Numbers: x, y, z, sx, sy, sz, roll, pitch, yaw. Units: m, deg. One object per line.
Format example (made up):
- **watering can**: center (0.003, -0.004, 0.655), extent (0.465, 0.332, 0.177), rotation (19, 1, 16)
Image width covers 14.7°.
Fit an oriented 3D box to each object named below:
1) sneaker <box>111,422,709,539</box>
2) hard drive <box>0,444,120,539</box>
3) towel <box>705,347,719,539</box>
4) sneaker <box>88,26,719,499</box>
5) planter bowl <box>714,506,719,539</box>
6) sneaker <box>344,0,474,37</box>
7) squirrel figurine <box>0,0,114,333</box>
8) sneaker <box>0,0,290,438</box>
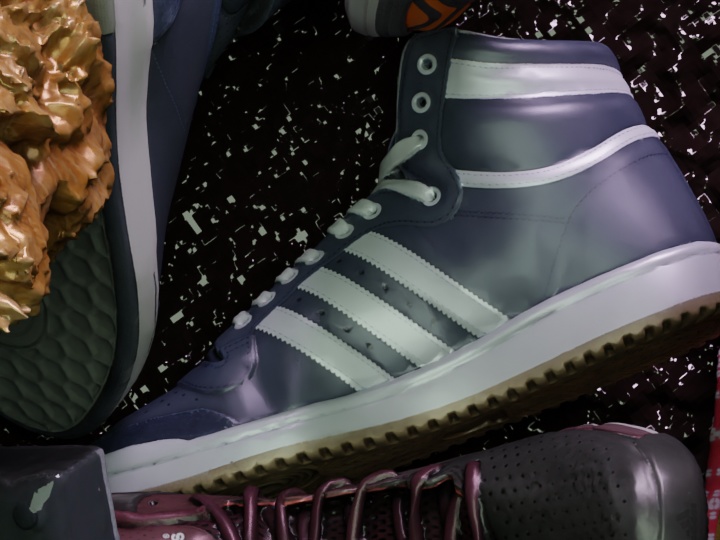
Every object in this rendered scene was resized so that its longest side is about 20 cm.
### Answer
- **sneaker**: center (-0.007, 0.083, 0.719), extent (0.115, 0.200, 0.076), rotation (10, 68, -30)
- **hard drive**: center (-0.116, 0.145, 0.731), extent (0.139, 0.033, 0.200), rotation (-3, 105, 26)
- **towel**: center (0.149, 0.054, 0.770), extent (0.022, 0.145, 0.200), rotation (21, 71, -41)
- **sneaker**: center (0.000, 0.000, 0.808), extent (0.200, 0.070, 0.109), rotation (-20, 77, -1)
- **planter bowl**: center (0.141, 0.001, 0.693), extent (0.083, 0.200, 0.201), rotation (10, 82, 7)
- **sneaker**: center (0.058, -0.093, 0.721), extent (0.112, 0.200, 0.078), rotation (15, 85, 1)
- **squirrel figurine**: center (-0.161, -0.021, 0.634), extent (0.200, 0.187, 0.142), rotation (-5, 92, 28)
- **sneaker**: center (-0.055, -0.058, 0.782), extent (0.077, 0.202, 0.146), rotation (26, 43, 17)
